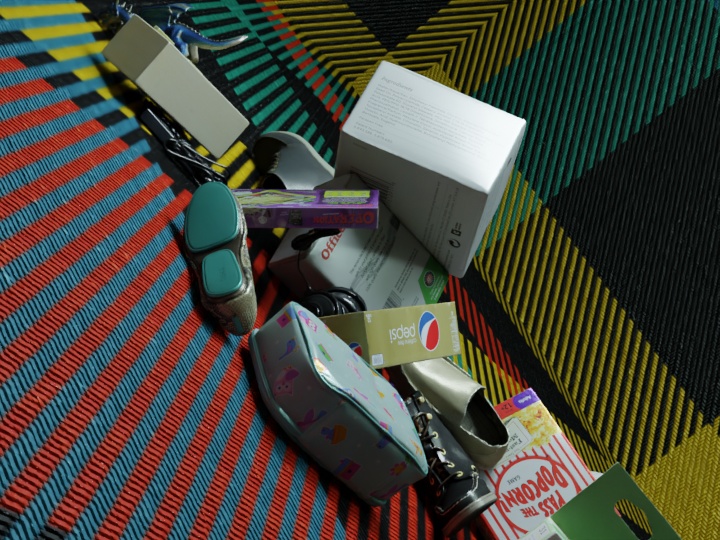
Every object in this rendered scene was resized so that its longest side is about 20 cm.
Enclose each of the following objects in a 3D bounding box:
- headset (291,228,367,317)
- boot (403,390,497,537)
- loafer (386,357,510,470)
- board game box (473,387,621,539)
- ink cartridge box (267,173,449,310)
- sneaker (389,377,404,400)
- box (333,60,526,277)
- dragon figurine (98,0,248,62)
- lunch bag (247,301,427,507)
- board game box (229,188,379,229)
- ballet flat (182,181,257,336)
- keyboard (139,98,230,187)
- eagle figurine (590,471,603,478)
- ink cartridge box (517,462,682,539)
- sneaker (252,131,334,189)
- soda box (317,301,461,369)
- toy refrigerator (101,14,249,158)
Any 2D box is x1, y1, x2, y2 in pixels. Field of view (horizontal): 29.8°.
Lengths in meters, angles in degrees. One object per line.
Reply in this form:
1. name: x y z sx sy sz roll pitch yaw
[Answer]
1. headset: -0.025 0.048 1.540 0.200 0.094 0.123 66 18 5
2. boot: 0.084 0.215 1.531 0.151 0.073 0.200 54 5 4
3. loafer: 0.112 0.151 1.629 0.200 0.068 0.076 47 52 -5
4. board game box: 0.200 0.263 1.669 0.200 0.151 0.046 56 -18 26
5. ink cartridge box: 0.000 0.000 1.681 0.200 0.083 0.147 47 54 -25
6. sneaker: 0.080 0.149 1.767 0.088 0.080 0.200 44 11 -2
7. box: 0.079 -0.125 1.703 0.200 0.131 0.199 24 -31 8
8. dragon figurine: -0.246 -0.309 1.719 0.059 0.200 0.100 -20 100 -59
9. lunch bag: -0.022 0.130 1.325 0.200 0.077 0.160 46 10 -35
10. board game box: -0.079 -0.070 1.526 0.120 0.200 0.032 -78 168 -81
11. ballet flat: -0.138 -0.005 1.361 0.200 0.068 0.075 -108 180 -50
12. keyboard: -0.186 -0.130 1.636 0.200 0.040 0.104 47 10 -21
13. eagle figurine: 0.237 0.300 1.803 0.200 0.152 0.151 51 28 -36
14. ink cartridge box: 0.256 0.333 1.521 0.146 0.200 0.048 50 7 -15
15. sneaker: -0.117 -0.146 1.937 0.106 0.075 0.200 -5 30 -41
16. soda box: 0.034 0.074 1.508 0.200 0.068 0.064 -2 84 -57
17. toy refrigerator: -0.220 -0.223 1.646 0.076 0.070 0.200 41 -1 33
